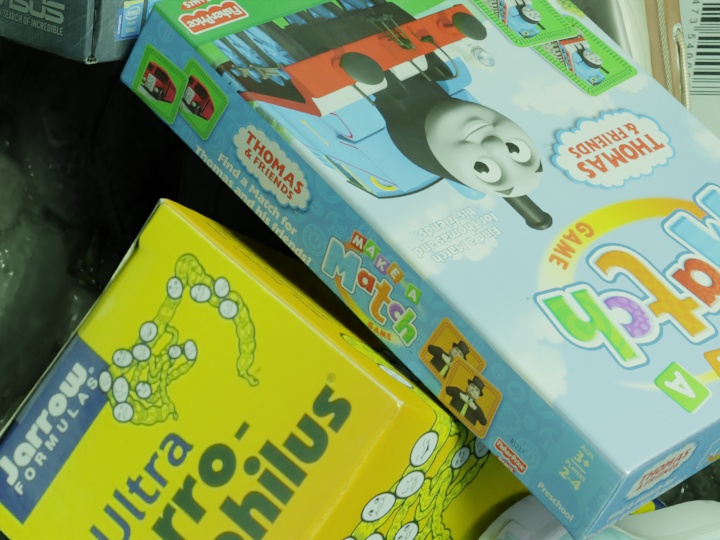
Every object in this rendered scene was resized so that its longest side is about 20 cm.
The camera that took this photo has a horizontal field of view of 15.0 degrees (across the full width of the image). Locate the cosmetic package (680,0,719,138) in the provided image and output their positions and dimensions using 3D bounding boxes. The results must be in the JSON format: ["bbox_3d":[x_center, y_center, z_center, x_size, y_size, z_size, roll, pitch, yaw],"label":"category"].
[{"bbox_3d":[0.182,-0.063,1.043,0.200,0.123,0.200,28,68,-60],"label":"cosmetic package"}]

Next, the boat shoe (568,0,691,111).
[{"bbox_3d":[0.084,-0.055,0.933,0.072,0.076,0.200,-10,99,-57],"label":"boat shoe"}]

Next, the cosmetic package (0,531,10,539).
[{"bbox_3d":[-0.070,0.136,0.798,0.151,0.200,0.052,25,94,-36],"label":"cosmetic package"}]

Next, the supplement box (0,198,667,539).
[{"bbox_3d":[-0.007,0.072,0.855,0.109,0.109,0.200,-55,149,6],"label":"supplement box"}]

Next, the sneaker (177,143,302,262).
[{"bbox_3d":[0.000,0.000,0.965,0.200,0.075,0.106,14,97,-47],"label":"sneaker"}]

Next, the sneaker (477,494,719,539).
[{"bbox_3d":[0.103,0.122,0.867,0.200,0.082,0.074,10,115,-57],"label":"sneaker"}]

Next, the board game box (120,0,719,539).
[{"bbox_3d":[0.048,-0.022,0.825,0.200,0.037,0.151,46,41,19],"label":"board game box"}]

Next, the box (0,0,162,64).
[{"bbox_3d":[-0.028,-0.155,0.869,0.200,0.051,0.158,-14,116,-51],"label":"box"}]
